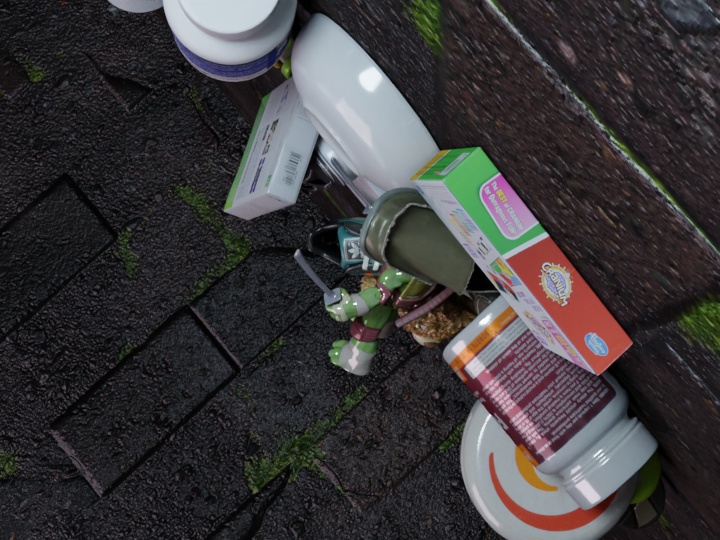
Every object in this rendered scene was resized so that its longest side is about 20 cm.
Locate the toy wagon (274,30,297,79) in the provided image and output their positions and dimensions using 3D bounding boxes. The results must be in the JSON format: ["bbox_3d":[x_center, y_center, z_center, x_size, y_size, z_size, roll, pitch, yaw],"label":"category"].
[{"bbox_3d":[-0.115,-0.279,1.298,0.156,0.039,0.200,50,-177,15],"label":"toy wagon"}]

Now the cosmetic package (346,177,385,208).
[{"bbox_3d":[-0.003,-0.133,1.379,0.151,0.051,0.200,52,176,-9],"label":"cosmetic package"}]

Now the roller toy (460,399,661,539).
[{"bbox_3d":[0.193,0.194,1.250,0.201,0.182,0.140,49,178,6],"label":"roller toy"}]

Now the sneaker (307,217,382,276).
[{"bbox_3d":[0.021,-0.021,1.334,0.198,0.079,0.073,7,103,46],"label":"sneaker"}]

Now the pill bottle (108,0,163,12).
[{"bbox_3d":[-0.208,-0.323,1.061,0.112,0.111,0.201,48,163,14],"label":"pill bottle"}]

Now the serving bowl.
[{"bbox_3d":[-0.003,-0.143,1.120,0.201,0.066,0.200,49,176,4],"label":"serving bowl"}]

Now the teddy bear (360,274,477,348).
[{"bbox_3d":[0.067,0.033,1.416,0.144,0.067,0.200,19,-163,-41],"label":"teddy bear"}]

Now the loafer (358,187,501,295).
[{"bbox_3d":[0.079,-0.022,1.091,0.198,0.076,0.069,12,-167,-47],"label":"loafer"}]

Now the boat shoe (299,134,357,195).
[{"bbox_3d":[-0.057,-0.114,1.315,0.070,0.066,0.200,50,176,-16],"label":"boat shoe"}]

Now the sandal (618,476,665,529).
[{"bbox_3d":[0.273,0.198,1.339,0.202,0.080,0.057,53,-158,6],"label":"sandal"}]

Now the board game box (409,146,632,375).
[{"bbox_3d":[0.129,-0.012,0.993,0.201,0.040,0.153,51,177,-9],"label":"board game box"}]

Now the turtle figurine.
[{"bbox_3d":[0.000,0.000,1.232,0.195,0.197,0.145,110,155,-43],"label":"turtle figurine"}]

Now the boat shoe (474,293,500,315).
[{"bbox_3d":[0.170,0.096,1.352,0.072,0.060,0.203,31,155,48],"label":"boat shoe"}]

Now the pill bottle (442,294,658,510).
[{"bbox_3d":[0.181,0.118,1.127,0.201,0.114,0.114,50,177,9],"label":"pill bottle"}]

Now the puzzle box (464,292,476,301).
[{"bbox_3d":[0.152,0.040,1.496,0.133,0.025,0.200,50,178,-14],"label":"puzzle box"}]

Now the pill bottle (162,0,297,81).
[{"bbox_3d":[-0.115,-0.239,1.051,0.120,0.119,0.200,49,178,-5],"label":"pill bottle"}]

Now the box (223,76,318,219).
[{"bbox_3d":[-0.090,-0.135,1.290,0.036,0.147,0.200,21,171,-18],"label":"box"}]
